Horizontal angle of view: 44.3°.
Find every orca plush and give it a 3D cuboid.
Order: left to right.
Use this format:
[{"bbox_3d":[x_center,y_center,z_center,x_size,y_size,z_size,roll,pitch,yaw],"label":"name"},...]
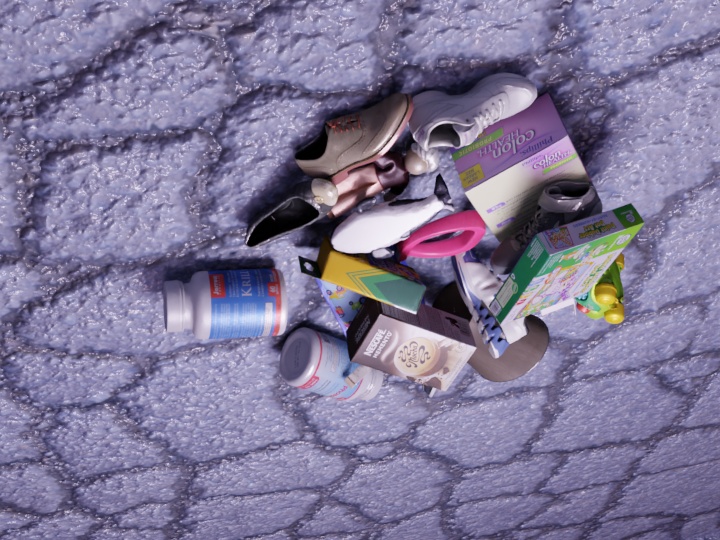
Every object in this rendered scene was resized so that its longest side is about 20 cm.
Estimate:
[{"bbox_3d":[0.044,-0.093,1.370,0.198,0.072,0.105,-35,117,17],"label":"orca plush"}]

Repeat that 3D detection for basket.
[{"bbox_3d":[0.235,0.113,1.690,0.178,0.139,0.199,-23,141,35],"label":"basket"}]

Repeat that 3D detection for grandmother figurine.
[{"bbox_3d":[0.030,-0.142,1.355,0.197,0.062,0.121,-23,151,14],"label":"grandmother figurine"}]

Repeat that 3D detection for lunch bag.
[{"bbox_3d":[0.018,0.036,1.562,0.148,0.095,0.201,-20,132,11],"label":"lunch bag"}]

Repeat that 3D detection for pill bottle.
[{"bbox_3d":[-0.225,0.056,1.469,0.195,0.114,0.113,-2,142,-18],"label":"pill bottle"},{"bbox_3d":[-0.052,0.187,1.698,0.198,0.110,0.108,23,129,-39],"label":"pill bottle"}]

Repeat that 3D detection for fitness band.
[{"bbox_3d":[0.129,-0.055,1.455,0.140,0.038,0.200,-10,168,-8],"label":"fitness band"}]

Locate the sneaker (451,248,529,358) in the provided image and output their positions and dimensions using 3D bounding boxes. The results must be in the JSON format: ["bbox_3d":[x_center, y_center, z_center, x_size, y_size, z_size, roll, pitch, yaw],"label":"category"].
[{"bbox_3d":[0.243,0.041,1.559,0.113,0.203,0.081,-22,167,-5],"label":"sneaker"}]

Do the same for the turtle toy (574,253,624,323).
[{"bbox_3d":[0.442,0.026,1.660,0.099,0.149,0.200,-5,148,26],"label":"turtle toy"}]

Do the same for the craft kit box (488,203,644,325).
[{"bbox_3d":[0.320,-0.008,1.388,0.194,0.049,0.201,-21,154,-27],"label":"craft kit box"}]

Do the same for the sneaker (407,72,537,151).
[{"bbox_3d":[0.164,-0.218,1.269,0.196,0.101,0.076,-15,141,-2],"label":"sneaker"}]

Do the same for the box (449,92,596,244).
[{"bbox_3d":[0.263,-0.147,1.397,0.174,0.098,0.200,-27,142,16],"label":"box"}]

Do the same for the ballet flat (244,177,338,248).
[{"bbox_3d":[-0.103,-0.081,1.342,0.066,0.057,0.198,43,135,-20],"label":"ballet flat"}]

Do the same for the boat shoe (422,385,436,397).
[{"bbox_3d":[0.149,0.201,1.829,0.059,0.076,0.201,26,150,8],"label":"boat shoe"}]

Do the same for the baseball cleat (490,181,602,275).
[{"bbox_3d":[0.275,-0.074,1.369,0.198,0.070,0.107,-34,135,7],"label":"baseball cleat"}]

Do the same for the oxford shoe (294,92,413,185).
[{"bbox_3d":[-0.011,-0.193,1.266,0.199,0.071,0.074,-37,133,25],"label":"oxford shoe"}]

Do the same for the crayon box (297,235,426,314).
[{"bbox_3d":[0.000,0.000,1.432,0.196,0.126,0.053,19,101,-11],"label":"crayon box"}]

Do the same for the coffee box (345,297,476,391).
[{"bbox_3d":[0.086,0.120,1.531,0.196,0.081,0.114,19,121,-22],"label":"coffee box"}]

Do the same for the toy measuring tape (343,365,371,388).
[{"bbox_3d":[0.044,0.154,1.687,0.200,0.073,0.074,-44,147,-16],"label":"toy measuring tape"}]

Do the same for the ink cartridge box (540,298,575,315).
[{"bbox_3d":[0.325,-0.006,1.572,0.066,0.119,0.201,-20,139,7],"label":"ink cartridge box"}]
